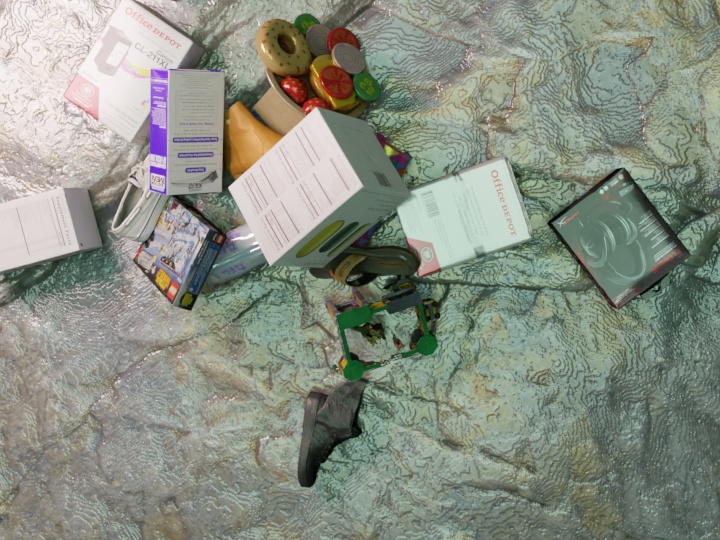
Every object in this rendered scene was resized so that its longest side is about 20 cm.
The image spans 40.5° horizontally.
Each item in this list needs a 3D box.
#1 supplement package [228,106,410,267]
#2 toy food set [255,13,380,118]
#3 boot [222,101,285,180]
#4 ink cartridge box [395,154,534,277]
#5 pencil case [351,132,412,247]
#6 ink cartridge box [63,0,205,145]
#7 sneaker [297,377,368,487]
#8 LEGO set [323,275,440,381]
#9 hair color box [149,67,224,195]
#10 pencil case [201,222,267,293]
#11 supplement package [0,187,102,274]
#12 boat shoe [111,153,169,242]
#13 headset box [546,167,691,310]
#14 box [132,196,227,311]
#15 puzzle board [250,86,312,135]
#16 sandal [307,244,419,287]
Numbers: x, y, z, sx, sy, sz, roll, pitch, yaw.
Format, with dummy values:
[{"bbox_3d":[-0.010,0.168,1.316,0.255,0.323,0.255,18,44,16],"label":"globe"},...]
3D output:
[{"bbox_3d":[-0.063,-0.122,1.505,0.200,0.152,0.151,-38,71,24],"label":"supplement package"},{"bbox_3d":[-0.066,-0.327,1.578,0.201,0.197,0.049,60,142,9],"label":"toy food set"},{"bbox_3d":[-0.161,-0.220,1.606,0.201,0.071,0.144,-32,89,36],"label":"boot"},{"bbox_3d":[0.169,-0.090,1.608,0.199,0.085,0.146,-19,93,8],"label":"ink cartridge box"},{"bbox_3d":[0.009,-0.126,1.623,0.088,0.088,0.201,28,96,2],"label":"pencil case"},{"bbox_3d":[-0.379,-0.335,1.639,0.145,0.083,0.200,34,98,3],"label":"ink cartridge box"},{"bbox_3d":[-0.046,0.279,1.671,0.104,0.060,0.201,6,92,9],"label":"sneaker"},{"bbox_3d":[0.027,0.087,1.639,0.199,0.116,0.154,-25,112,-6],"label":"LEGO set"},{"bbox_3d":[-0.284,-0.227,1.595,0.065,0.109,0.201,14,106,46],"label":"hair color box"},{"bbox_3d":[-0.197,-0.037,1.644,0.199,0.091,0.083,-26,92,6],"label":"pencil case"},{"bbox_3d":[-0.563,-0.065,1.666,0.199,0.110,0.114,-14,93,7],"label":"supplement package"},{"bbox_3d":[-0.362,-0.148,1.648,0.072,0.066,0.201,33,99,44],"label":"boat shoe"},{"bbox_3d":[0.426,-0.044,1.592,0.149,0.077,0.200,-37,89,7],"label":"headset box"},{"bbox_3d":[-0.302,-0.035,1.612,0.040,0.200,0.137,22,99,-37],"label":"box"},{"bbox_3d":[-0.099,-0.213,1.624,0.200,0.017,0.151,52,127,2],"label":"puzzle board"},{"bbox_3d":[0.000,0.000,1.591,0.199,0.082,0.055,2,58,23],"label":"sandal"}]
